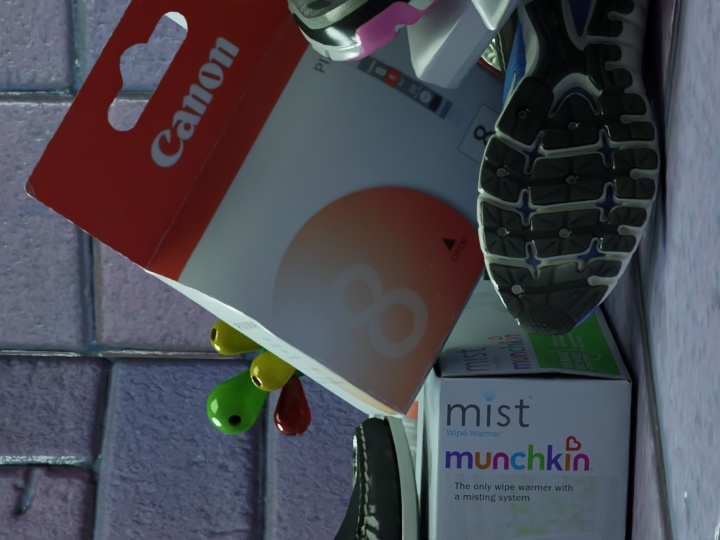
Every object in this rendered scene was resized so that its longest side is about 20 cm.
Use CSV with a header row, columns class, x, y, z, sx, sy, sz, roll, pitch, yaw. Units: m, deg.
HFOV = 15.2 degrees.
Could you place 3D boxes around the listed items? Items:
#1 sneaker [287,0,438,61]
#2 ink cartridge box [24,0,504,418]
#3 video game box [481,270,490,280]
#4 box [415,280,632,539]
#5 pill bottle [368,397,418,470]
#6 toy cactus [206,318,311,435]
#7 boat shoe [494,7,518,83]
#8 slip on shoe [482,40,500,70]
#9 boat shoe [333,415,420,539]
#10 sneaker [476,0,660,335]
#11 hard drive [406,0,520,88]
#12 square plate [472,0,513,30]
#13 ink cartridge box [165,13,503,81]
class,x,y,z,sx,sy,sz,roll,pitch,yaw
sneaker,-0.019,-0.169,1.181,0.088,0.074,0.200,51,-164,-36
ink cartridge box,-0.027,-0.052,1.223,0.163,0.200,0.050,-61,20,-14
video game box,0.077,-0.069,1.586,0.200,0.047,0.183,-57,-31,-62
box,0.074,0.110,1.327,0.200,0.096,0.177,-92,3,-79
pill bottle,0.061,0.154,1.546,0.116,0.115,0.201,-96,6,-83
toy cactus,0.000,0.000,1.356,0.201,0.102,0.165,-66,-15,1
boat shoe,0.080,-0.169,1.270,0.073,0.065,0.201,-15,-70,-46
slip on shoe,0.096,-0.194,1.326,0.061,0.074,0.201,-41,-35,-50
boat shoe,-0.001,0.166,1.281,0.074,0.060,0.201,91,178,-79
sneaker,0.097,-0.063,1.187,0.089,0.078,0.201,75,-157,-67
hard drive,0.073,-0.191,1.153,0.200,0.027,0.132,-53,32,42
square plate,0.066,-0.232,1.123,0.201,0.028,0.198,-64,25,28
ink cartridge box,-0.029,-0.164,1.386,0.200,0.147,0.086,34,-117,-40
